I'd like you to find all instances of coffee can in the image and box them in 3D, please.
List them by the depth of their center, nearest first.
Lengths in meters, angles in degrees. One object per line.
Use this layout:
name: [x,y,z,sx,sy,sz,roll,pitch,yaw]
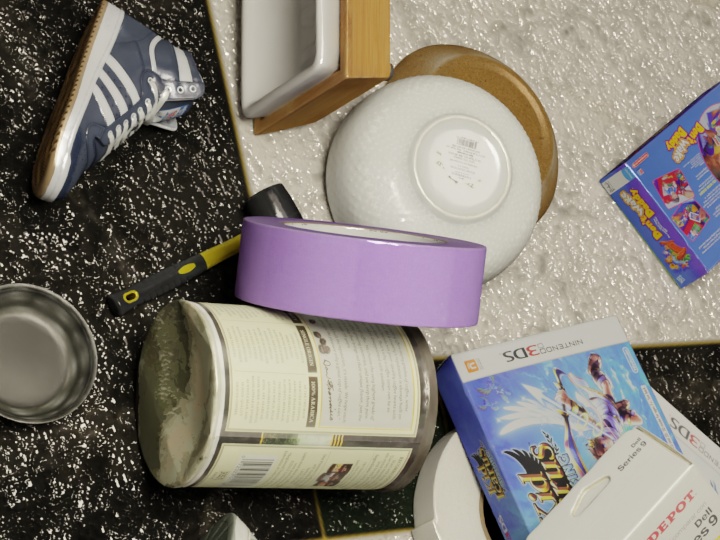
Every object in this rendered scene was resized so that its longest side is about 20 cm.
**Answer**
coffee can: [-0.059,0.101,1.621,0.199,0.146,0.147,5,66,-31]

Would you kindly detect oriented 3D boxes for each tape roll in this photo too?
tape roll: [0.000,0.000,1.643,0.199,0.200,0.066,4,94,-31]
tape roll: [0.137,0.219,1.762,0.202,0.037,0.204,14,62,-28]

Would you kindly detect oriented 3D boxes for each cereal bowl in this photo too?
cereal bowl: [0.074,-0.081,1.803,0.199,0.083,0.201,4,78,-19]

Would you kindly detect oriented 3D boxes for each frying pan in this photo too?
frying pan: [-0.294,0.059,1.565,0.189,0.031,0.116,11,63,-24]

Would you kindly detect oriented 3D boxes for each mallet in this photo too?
mallet: [-0.122,-0.001,1.704,0.200,0.041,0.066,-36,92,-34]

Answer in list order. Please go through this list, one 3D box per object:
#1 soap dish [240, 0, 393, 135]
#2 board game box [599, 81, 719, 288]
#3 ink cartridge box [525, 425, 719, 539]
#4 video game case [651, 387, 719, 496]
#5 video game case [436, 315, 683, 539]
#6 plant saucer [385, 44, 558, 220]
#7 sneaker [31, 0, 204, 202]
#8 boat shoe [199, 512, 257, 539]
soap dish: [-0.037,-0.231,1.770,0.081,0.157,0.201,11,70,-30]
board game box: [0.344,-0.091,2.033,0.200,0.045,0.135,-37,91,-38]
ink cartridge box: [0.245,0.247,1.670,0.145,0.087,0.200,-46,124,-8]
video game case: [0.276,0.224,1.816,0.182,0.022,0.201,40,52,-16]
video game case: [0.182,0.149,1.753,0.180,0.045,0.201,-12,66,-28]
plant saucer: [0.113,-0.129,1.909,0.199,0.035,0.201,13,62,-27]
sneaker: [-0.197,-0.125,1.688,0.108,0.070,0.201,27,54,-18]
boat shoe: [-0.096,0.266,1.537,0.065,0.074,0.202,39,21,-20]
